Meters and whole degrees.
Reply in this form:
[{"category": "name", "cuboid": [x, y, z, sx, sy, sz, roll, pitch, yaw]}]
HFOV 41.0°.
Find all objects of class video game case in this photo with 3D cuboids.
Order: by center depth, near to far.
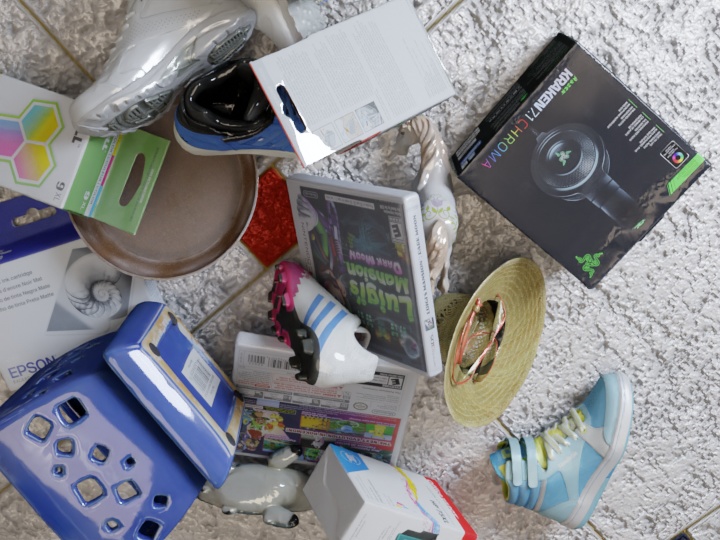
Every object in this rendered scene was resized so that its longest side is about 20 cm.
[{"category": "video game case", "cuboid": [0.000, 0.000, 0.977, 0.023, 0.200, 0.183, -22, 113, -33]}, {"category": "video game case", "cuboid": [-0.046, 0.153, 1.077, 0.199, 0.023, 0.183, 9, 129, -3]}]

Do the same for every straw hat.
[{"category": "straw hat", "cuboid": [0.113, 0.065, 1.030, 0.085, 0.201, 0.202, 18, 113, 35]}]

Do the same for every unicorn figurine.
[{"category": "unicorn figurine", "cuboid": [0.068, -0.071, 0.981, 0.073, 0.200, 0.138, -10, 132, -11]}]

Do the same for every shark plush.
[{"category": "shark plush", "cuboid": [-0.137, 0.266, 1.118, 0.199, 0.083, 0.091, -12, 71, 2]}]

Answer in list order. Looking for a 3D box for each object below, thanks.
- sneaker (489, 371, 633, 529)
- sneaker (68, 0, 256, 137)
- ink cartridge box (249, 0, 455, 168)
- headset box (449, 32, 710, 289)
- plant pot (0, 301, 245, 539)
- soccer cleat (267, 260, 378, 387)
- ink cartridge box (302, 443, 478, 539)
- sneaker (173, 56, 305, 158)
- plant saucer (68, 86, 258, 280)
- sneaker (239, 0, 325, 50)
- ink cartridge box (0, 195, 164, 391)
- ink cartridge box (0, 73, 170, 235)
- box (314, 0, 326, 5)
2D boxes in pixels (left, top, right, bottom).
[{"category": "sneaker", "cuboid": [0.221, 0.195, 1.091, 0.130, 0.080, 0.201, 15, 108, -6]}, {"category": "sneaker", "cuboid": [-0.200, -0.207, 0.909, 0.200, 0.078, 0.099, -39, 83, -12]}, {"category": "ink cartridge box", "cuboid": [-0.012, -0.174, 0.910, 0.200, 0.050, 0.109, -31, 96, -32]}, {"category": "headset box", "cuboid": [0.222, -0.106, 0.979, 0.200, 0.093, 0.174, 39, 105, -13]}, {"category": "plant pot", "cuboid": [-0.231, 0.156, 0.979, 0.179, 0.200, 0.200, -37, 102, 7]}, {"category": "soccer cleat", "cuboid": [-0.040, 0.057, 0.993, 0.086, 0.200, 0.070, 5, 118, -20]}, {"category": "ink cartridge box", "cuboid": [0.047, 0.275, 1.075, 0.199, 0.116, 0.067, 24, 101, -30]}, {"category": "sneaker", "cuboid": [-0.079, -0.157, 0.932, 0.199, 0.111, 0.077, -4, 81, -13]}, {"category": "plant saucer", "cuboid": [-0.203, -0.090, 0.994, 0.199, 0.032, 0.202, 0, 89, 1]}, {"category": "sneaker", "cuboid": [-0.105, -0.281, 0.940, 0.080, 0.076, 0.201, -24, 104, 22]}, {"category": "ink cartridge box", "cuboid": [-0.330, 0.013, 1.051, 0.198, 0.041, 0.201, -18, 108, 6]}, {"category": "ink cartridge box", "cuboid": [-0.301, -0.118, 0.951, 0.199, 0.059, 0.104, 21, 88, 13]}, {"category": "box", "cuboid": [-0.030, -0.355, 0.842, 0.121, 0.193, 0.201, -26, 108, 9]}]
